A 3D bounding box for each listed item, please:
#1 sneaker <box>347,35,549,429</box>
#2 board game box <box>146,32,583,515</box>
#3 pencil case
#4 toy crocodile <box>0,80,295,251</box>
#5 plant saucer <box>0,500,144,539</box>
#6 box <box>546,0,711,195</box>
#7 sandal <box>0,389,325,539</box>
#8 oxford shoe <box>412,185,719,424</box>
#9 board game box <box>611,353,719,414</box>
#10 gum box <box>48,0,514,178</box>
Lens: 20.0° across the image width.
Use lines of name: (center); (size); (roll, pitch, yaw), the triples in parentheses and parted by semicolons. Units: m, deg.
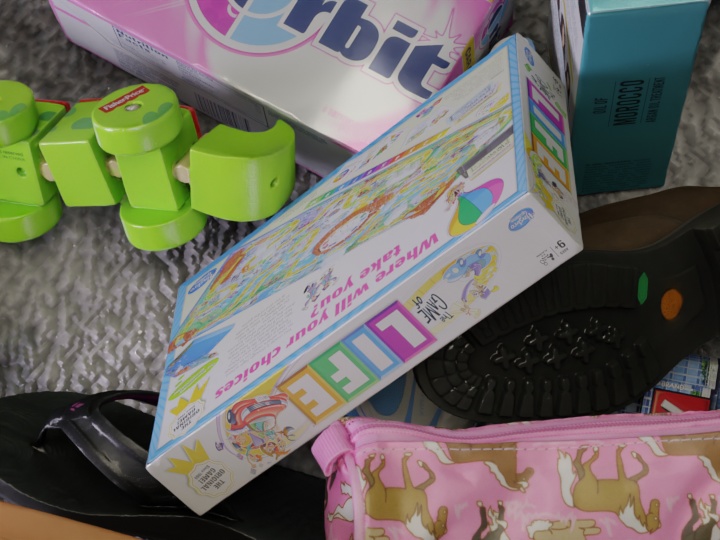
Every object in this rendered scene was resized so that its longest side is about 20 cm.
sneaker: (0.040, -0.020, 0.917); (0.072, 0.072, 0.201); (17, 72, 1)
board game box: (0.000, 0.000, 0.845); (0.200, 0.135, 0.034); (-36, 115, 22)
pencil case: (0.082, 0.093, 0.797); (0.199, 0.083, 0.087); (-4, 76, -6)
toy crocodile: (-0.124, -0.054, 0.927); (0.199, 0.068, 0.062); (4, 37, 25)
plant saucer: (-0.089, 0.126, 0.806); (0.199, 0.200, 0.038); (14, 79, 7)
box: (0.111, -0.106, 0.874); (0.049, 0.200, 0.083); (-5, 72, 1)
sandal: (-0.075, 0.084, 0.887); (0.199, 0.048, 0.075); (16, 33, 2)
oxford shoe: (0.097, 0.013, 0.873); (0.199, 0.084, 0.073); (-17, 109, -30)
board game box: (0.125, 0.125, 0.871); (0.199, 0.062, 0.201); (10, 73, 5)
gum box: (-0.042, -0.127, 0.958); (0.199, 0.066, 0.114); (28, 76, 11)
